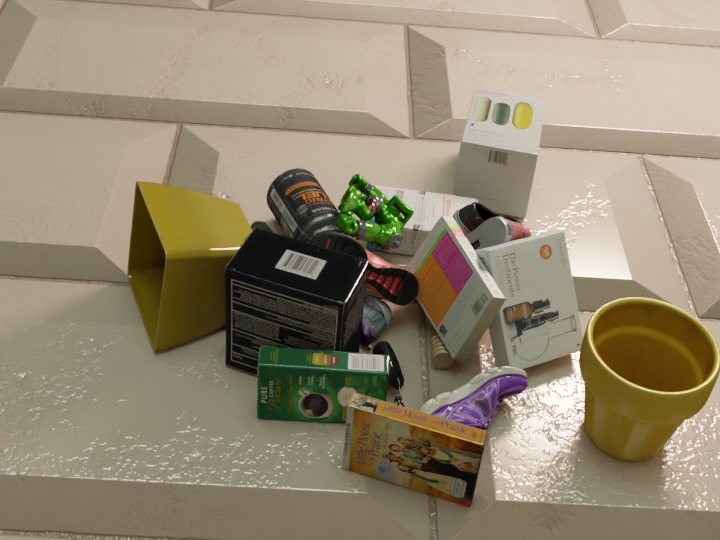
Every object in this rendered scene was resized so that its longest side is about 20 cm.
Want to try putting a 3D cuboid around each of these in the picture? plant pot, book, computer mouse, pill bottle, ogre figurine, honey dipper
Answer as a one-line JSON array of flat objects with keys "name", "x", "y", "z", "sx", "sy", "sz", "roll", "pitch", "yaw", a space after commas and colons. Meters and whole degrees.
[{"name": "plant pot", "x": 0.418, "y": 0.176, "z": 1.524, "sx": 0.197, "sy": 0.191, "sz": 0.203, "roll": 3, "pitch": 42, "yaw": -3}, {"name": "book", "x": 0.152, "y": 0.025, "z": 1.653, "sx": 0.047, "sy": 0.135, "sz": 0.201, "roll": 7, "pitch": 38, "yaw": -32}, {"name": "computer mouse", "x": 0.050, "y": 0.186, "z": 1.572, "sx": 0.034, "sy": 0.059, "sz": 0.201, "roll": -26, "pitch": 37, "yaw": 9}, {"name": "pill bottle", "x": -0.088, "y": -0.087, "z": 1.827, "sx": 0.105, "sy": 0.107, "sz": 0.201, "roll": -14, "pitch": 46, "yaw": -22}, {"name": "ogre figurine", "x": 0.023, "y": -0.096, "z": 1.753, "sx": 0.119, "sy": 0.099, "sz": 0.200, "roll": 28, "pitch": 7, "yaw": -7}, {"name": "honey dipper", "x": 0.133, "y": 0.084, "z": 1.717, "sx": 0.037, "sy": 0.038, "sz": 0.202, "roll": 3, "pitch": 38, "yaw": -3}, {"name": "plant pot", "x": -0.271, "y": -0.014, "z": 1.670, "sx": 0.173, "sy": 0.202, "sz": 0.201, "roll": -5, "pitch": 41, "yaw": -25}]

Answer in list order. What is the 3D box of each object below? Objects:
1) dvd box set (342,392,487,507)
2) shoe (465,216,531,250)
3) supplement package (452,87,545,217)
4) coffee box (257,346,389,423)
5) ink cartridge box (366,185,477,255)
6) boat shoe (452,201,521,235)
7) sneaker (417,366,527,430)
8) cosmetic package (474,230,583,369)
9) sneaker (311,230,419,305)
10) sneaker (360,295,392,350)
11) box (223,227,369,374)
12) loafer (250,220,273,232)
[{"name": "dvd box set", "x": 0.073, "y": 0.254, "z": 1.430, "sx": 0.197, "sy": 0.148, "sz": 0.030, "roll": 15, "pitch": 43, "yaw": 10}, {"name": "shoe", "x": 0.199, "y": -0.028, "z": 1.748, "sx": 0.090, "sy": 0.199, "sz": 0.073, "roll": 6, "pitch": 60, "yaw": -49}, {"name": "supplement package", "x": 0.274, "y": -0.235, "z": 1.999, "sx": 0.149, "sy": 0.152, "sz": 0.201, "roll": 11, "pitch": 41, "yaw": 7}, {"name": "coffee box", "x": -0.058, "y": 0.174, "z": 1.524, "sx": 0.196, "sy": 0.124, "sz": 0.044, "roll": 3, "pitch": 42, "yaw": -1}, {"name": "ink cartridge box", "x": 0.115, "y": -0.087, "z": 1.878, "sx": 0.196, "sy": 0.069, "sz": 0.117, "roll": 7, "pitch": 43, "yaw": 2}, {"name": "boat shoe", "x": 0.255, "y": -0.071, "z": 1.814, "sx": 0.198, "sy": 0.066, "sz": 0.071, "roll": 27, "pitch": 47, "yaw": -27}, {"name": "sneaker", "x": 0.179, "y": 0.216, "z": 1.557, "sx": 0.198, "sy": 0.081, "sz": 0.084, "roll": -25, "pitch": 65, "yaw": -20}, {"name": "cosmetic package", "x": 0.278, "y": 0.049, "z": 1.656, "sx": 0.148, "sy": 0.204, "sz": 0.051, "roll": -14, "pitch": 6, "yaw": -23}, {"name": "sneaker", "x": 0.000, "y": 0.000, "z": 1.688, "sx": 0.198, "sy": 0.075, "sz": 0.087, "roll": 29, "pitch": -5, "yaw": -14}, {"name": "sneaker", "x": -0.048, "y": 0.061, "z": 1.693, "sx": 0.197, "sy": 0.075, "sz": 0.088, "roll": 23, "pitch": 49, "yaw": 17}, {"name": "box", "x": -0.102, "y": 0.067, "z": 1.581, "sx": 0.197, "sy": 0.201, "sz": 0.124, "roll": 16, "pitch": 39, "yaw": 12}, {"name": "loafer", "x": -0.170, "y": -0.028, "z": 1.783, "sx": 0.070, "sy": 0.064, "sz": 0.202, "roll": -1, "pitch": 42, "yaw": -8}]
